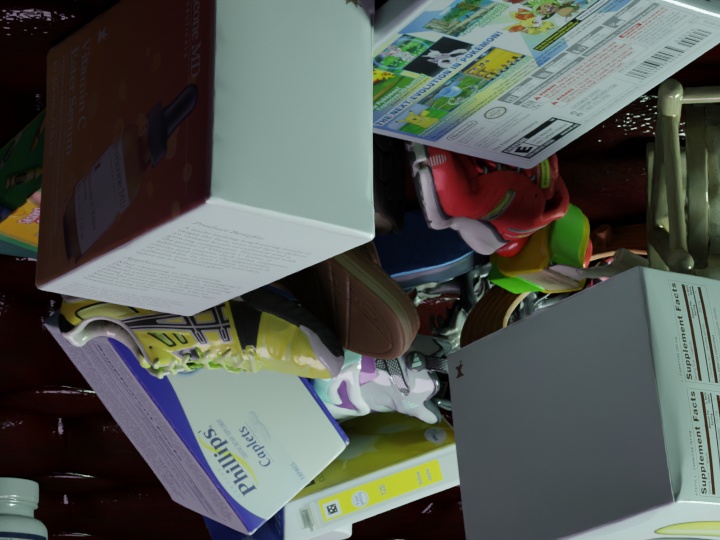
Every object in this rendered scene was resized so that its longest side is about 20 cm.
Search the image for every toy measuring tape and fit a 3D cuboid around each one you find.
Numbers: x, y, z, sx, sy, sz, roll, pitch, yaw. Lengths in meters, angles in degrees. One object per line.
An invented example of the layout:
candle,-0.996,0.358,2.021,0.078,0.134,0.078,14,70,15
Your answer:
toy measuring tape,0.148,-0.023,1.425,0.074,0.074,0.200,7,173,-24

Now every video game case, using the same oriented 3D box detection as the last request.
video game case,0.086,-0.123,1.147,0.182,0.022,0.200,11,152,-33

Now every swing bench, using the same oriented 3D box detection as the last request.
swing bench,0.288,-0.041,1.300,0.199,0.130,0.200,-2,169,4

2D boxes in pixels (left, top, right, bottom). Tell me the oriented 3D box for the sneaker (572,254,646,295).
sneaker,0.208,0.014,1.594,0.095,0.079,0.200,16,150,-33

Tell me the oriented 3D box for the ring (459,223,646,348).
ring,0.164,0.018,1.468,0.200,0.200,0.019,-9,120,30

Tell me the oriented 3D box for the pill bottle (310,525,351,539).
pill bottle,-0.048,0.132,1.756,0.111,0.200,0.111,0,164,0

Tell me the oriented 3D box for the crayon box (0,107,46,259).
crayon box,-0.177,-0.057,1.357,0.119,0.058,0.200,9,162,-27

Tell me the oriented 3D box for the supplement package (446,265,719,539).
supplement package,0.195,0.105,1.272,0.200,0.147,0.191,9,156,-35

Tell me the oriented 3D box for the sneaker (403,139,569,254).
sneaker,0.086,-0.067,1.329,0.085,0.077,0.200,-18,166,19

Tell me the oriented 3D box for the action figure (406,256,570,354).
action figure,0.068,0.035,1.607,0.200,0.102,0.119,0,152,6

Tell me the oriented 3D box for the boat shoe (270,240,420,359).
boat shoe,-0.018,-0.007,1.390,0.064,0.071,0.200,-24,-139,-30

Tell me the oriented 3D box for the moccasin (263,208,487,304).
moccasin,0.000,0.000,1.515,0.200,0.081,0.068,-3,161,13

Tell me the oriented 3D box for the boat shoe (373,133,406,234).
boat shoe,-0.015,-0.067,1.300,0.074,0.076,0.200,3,165,8

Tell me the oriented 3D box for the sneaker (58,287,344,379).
sneaker,-0.109,0.043,1.363,0.200,0.076,0.075,17,160,9

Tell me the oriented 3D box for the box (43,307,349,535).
box,-0.126,0.084,1.515,0.105,0.184,0.200,-39,-165,-16

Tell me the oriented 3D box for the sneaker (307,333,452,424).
sneaker,0.027,0.090,1.544,0.140,0.078,0.200,10,170,-3

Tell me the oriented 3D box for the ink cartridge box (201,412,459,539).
ink cartridge box,-0.031,0.152,1.584,0.200,0.047,0.198,-17,-164,-9

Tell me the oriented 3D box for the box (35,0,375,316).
box,-0.089,-0.074,1.131,0.106,0.152,0.200,12,160,-33

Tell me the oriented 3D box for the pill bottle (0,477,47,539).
pill bottle,-0.462,0.372,2.591,0.120,0.200,0.120,0,164,0
